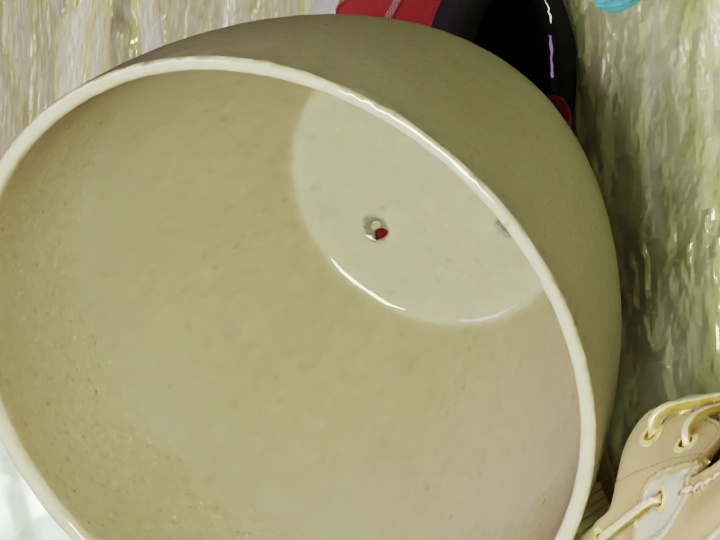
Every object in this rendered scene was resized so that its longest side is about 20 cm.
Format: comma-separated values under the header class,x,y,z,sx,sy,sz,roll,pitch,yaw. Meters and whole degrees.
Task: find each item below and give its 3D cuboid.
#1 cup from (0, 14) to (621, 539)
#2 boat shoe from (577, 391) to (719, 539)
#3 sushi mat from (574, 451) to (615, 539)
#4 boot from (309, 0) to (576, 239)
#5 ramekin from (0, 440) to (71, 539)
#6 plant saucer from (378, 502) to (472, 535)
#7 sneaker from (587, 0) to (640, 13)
class,x,y,z,sx,sy,sz,roll,pitch,yaw
cup,0.000,0.000,0.842,0.143,0.200,0.201,-49,-20,-53
boat shoe,0.100,0.067,0.756,0.200,0.074,0.069,-56,46,53
sushi mat,0.001,0.113,0.910,0.200,0.012,0.096,-33,45,18
boot,0.022,-0.009,0.949,0.144,0.072,0.200,-167,82,-65
ramekin,-0.078,0.063,1.046,0.200,0.098,0.201,-11,-90,-81
plant saucer,-0.032,0.150,0.837,0.032,0.200,0.200,64,172,-32
sneaker,0.057,-0.175,0.856,0.077,0.081,0.200,141,125,-59
